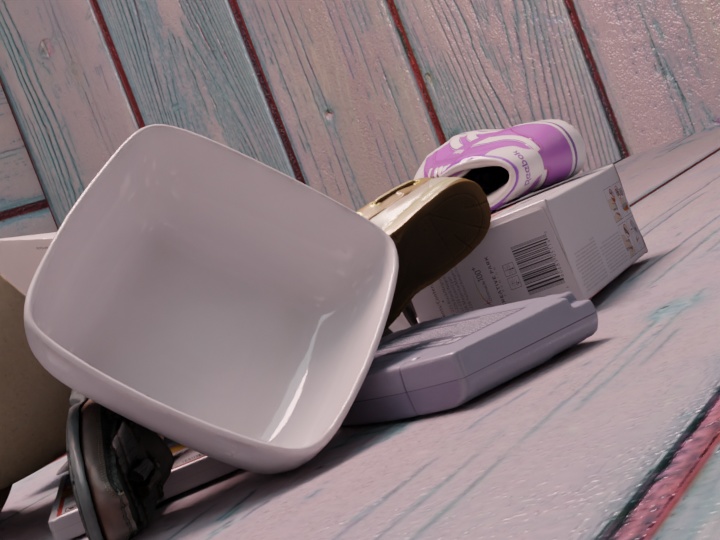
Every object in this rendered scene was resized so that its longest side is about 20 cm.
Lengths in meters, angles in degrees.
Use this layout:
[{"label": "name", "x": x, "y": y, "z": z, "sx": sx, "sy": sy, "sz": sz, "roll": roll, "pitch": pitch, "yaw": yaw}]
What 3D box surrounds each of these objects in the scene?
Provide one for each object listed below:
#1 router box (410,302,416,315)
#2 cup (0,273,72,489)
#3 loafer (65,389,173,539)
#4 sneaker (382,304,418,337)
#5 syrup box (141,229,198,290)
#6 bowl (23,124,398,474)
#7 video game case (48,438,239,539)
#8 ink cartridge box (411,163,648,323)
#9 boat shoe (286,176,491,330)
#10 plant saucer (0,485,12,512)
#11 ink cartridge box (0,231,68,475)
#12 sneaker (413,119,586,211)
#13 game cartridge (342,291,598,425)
[{"label": "router box", "x": 0.063, "y": 0.005, "z": 1.426, "sx": 0.200, "sy": 0.062, "sz": 0.150, "roll": -18, "pitch": 5, "yaw": 38}, {"label": "cup", "x": -0.293, "y": 0.085, "z": 0.942, "sx": 0.143, "sy": 0.200, "sz": 0.200, "roll": -49, "pitch": 15, "yaw": -23}, {"label": "loafer", "x": -0.142, "y": 0.105, "z": 0.820, "sx": 0.063, "sy": 0.072, "sz": 0.200, "roll": -15, "pitch": 16, "yaw": -8}, {"label": "sneaker", "x": -0.002, "y": 0.039, "z": 1.218, "sx": 0.079, "sy": 0.074, "sz": 0.200, "roll": -26, "pitch": 4, "yaw": -4}, {"label": "syrup box", "x": -0.139, "y": 0.040, "z": 0.984, "sx": 0.079, "sy": 0.081, "sz": 0.200, "roll": -46, "pitch": -3, "yaw": -42}, {"label": "bowl", "x": -0.091, "y": 0.026, "z": 0.828, "sx": 0.075, "sy": 0.199, "sz": 0.200, "roll": 118, "pitch": 177, "yaw": -48}, {"label": "video game case", "x": -0.142, "y": 0.137, "z": 0.942, "sx": 0.143, "sy": 0.017, "sz": 0.200, "roll": -22, "pitch": 4, "yaw": -9}, {"label": "ink cartridge box", "x": 0.114, "y": -0.005, "z": 1.078, "sx": 0.175, "sy": 0.084, "sz": 0.200, "roll": -21, "pitch": 2, "yaw": 28}, {"label": "boat shoe", "x": 0.000, "y": 0.000, "z": 0.959, "sx": 0.200, "sy": 0.074, "sz": 0.066, "roll": -32, "pitch": 26, "yaw": -15}, {"label": "plant saucer", "x": -0.351, "y": 0.202, "z": 1.027, "sx": 0.200, "sy": 0.037, "sz": 0.200, "roll": -20, "pitch": 4, "yaw": 1}, {"label": "ink cartridge box", "x": -0.220, "y": 0.066, "z": 1.159, "sx": 0.125, "sy": 0.201, "sz": 0.129, "roll": -2, "pitch": 5, "yaw": 14}, {"label": "sneaker", "x": 0.083, "y": -0.076, "z": 1.149, "sx": 0.114, "sy": 0.073, "sz": 0.200, "roll": -27, "pitch": 4, "yaw": -35}, {"label": "game cartridge", "x": 0.044, "y": 0.061, "z": 0.881, "sx": 0.133, "sy": 0.041, "sz": 0.200, "roll": -19, "pitch": 1, "yaw": -31}]
